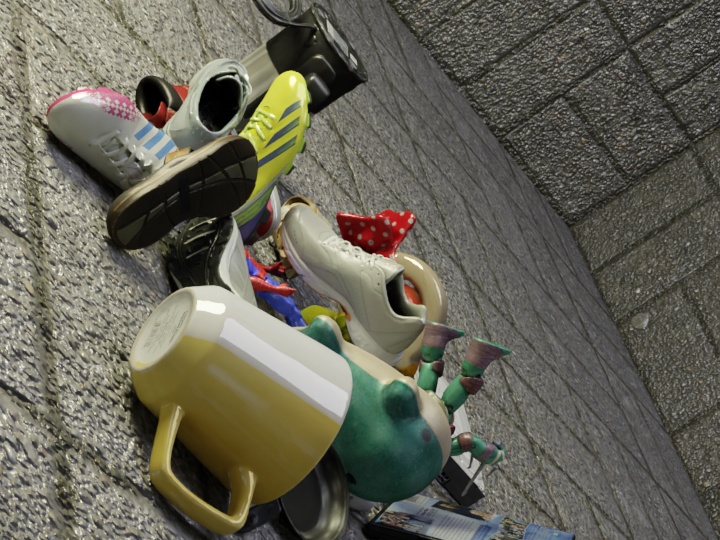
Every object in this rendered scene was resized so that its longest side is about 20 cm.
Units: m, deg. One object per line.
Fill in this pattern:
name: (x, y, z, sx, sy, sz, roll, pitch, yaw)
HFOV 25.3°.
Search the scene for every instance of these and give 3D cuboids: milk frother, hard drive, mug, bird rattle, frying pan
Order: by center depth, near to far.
mug: (-0.106, 0.100, 1.323, 0.153, 0.149, 0.187, 40, 13, -26)
frying pan: (-0.060, 0.216, 1.437, 0.116, 0.031, 0.190, 61, 32, -19)
bird rattle: (0.027, 0.033, 1.806, 0.162, 0.201, 0.113, 28, -5, 24)
milk frother: (-0.124, -0.258, 1.950, 0.201, 0.187, 0.181, 55, 13, -5)
hard drive: (0.094, 0.188, 2.025, 0.140, 0.038, 0.201, 49, 17, -28)

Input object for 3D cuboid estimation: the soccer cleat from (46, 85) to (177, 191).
soccer cleat: (-0.223, -0.113, 1.533, 0.087, 0.070, 0.200, 63, 15, 21)

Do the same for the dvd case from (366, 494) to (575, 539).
dvd case: (0.117, 0.274, 1.660, 0.143, 0.198, 0.018, -22, 123, -74)

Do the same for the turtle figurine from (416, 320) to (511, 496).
turtle figurine: (0.079, 0.160, 1.660, 0.149, 0.202, 0.101, 20, 2, 21)

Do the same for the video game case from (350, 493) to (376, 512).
video game case: (-0.066, 0.136, 1.614, 0.182, 0.024, 0.201, 35, 25, -57)

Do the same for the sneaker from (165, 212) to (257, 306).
sneaker: (-0.137, 0.020, 1.552, 0.080, 0.073, 0.201, 56, 16, -45)

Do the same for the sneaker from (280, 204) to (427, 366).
sneaker: (0.000, 0.000, 1.713, 0.200, 0.092, 0.076, 51, 36, 4)

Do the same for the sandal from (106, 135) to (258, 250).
sandal: (-0.173, -0.079, 1.528, 0.054, 0.199, 0.082, 26, -49, 32)

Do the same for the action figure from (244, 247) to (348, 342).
action figure: (-0.094, 0.019, 1.693, 0.200, 0.052, 0.066, 40, 11, -23)

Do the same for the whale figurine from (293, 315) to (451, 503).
whale figurine: (-0.005, 0.139, 1.540, 0.200, 0.159, 0.104, 51, 54, -14)

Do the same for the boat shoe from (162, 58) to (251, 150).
boat shoe: (-0.148, -0.177, 1.703, 0.070, 0.071, 0.201, 46, 33, -15)

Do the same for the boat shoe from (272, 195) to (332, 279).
boat shoe: (-0.076, -0.045, 1.897, 0.069, 0.074, 0.200, 51, 5, -10)

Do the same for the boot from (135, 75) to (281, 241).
boot: (-0.172, -0.121, 1.747, 0.201, 0.072, 0.144, 59, 20, 16)

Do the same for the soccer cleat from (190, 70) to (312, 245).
soccer cleat: (-0.115, -0.121, 1.693, 0.083, 0.202, 0.065, 22, 3, -36)
